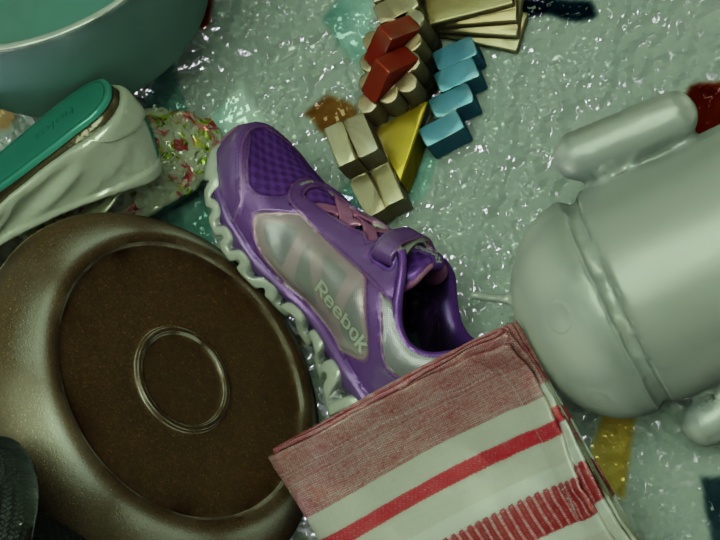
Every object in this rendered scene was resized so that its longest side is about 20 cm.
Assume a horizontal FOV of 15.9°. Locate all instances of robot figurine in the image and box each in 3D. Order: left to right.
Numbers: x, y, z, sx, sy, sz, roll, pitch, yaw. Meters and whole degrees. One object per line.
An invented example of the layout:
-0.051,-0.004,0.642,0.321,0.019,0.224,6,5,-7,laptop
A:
0.158,0.000,1.248,0.200,0.113,0.170,-25,95,7,robot figurine

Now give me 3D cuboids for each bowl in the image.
-0.159,-0.158,1.356,0.200,0.105,0.201,-8,52,10,bowl

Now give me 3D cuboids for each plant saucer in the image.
-0.094,0.058,1.266,0.032,0.200,0.201,-32,66,44,plant saucer

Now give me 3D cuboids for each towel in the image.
0.062,0.142,1.241,0.144,0.023,0.200,-30,90,20,towel

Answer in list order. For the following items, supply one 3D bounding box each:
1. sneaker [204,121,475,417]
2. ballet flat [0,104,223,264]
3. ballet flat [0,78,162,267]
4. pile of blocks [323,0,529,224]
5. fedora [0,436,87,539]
0.000,0.000,1.293,0.088,0.080,0.200,-45,71,37,sneaker
-0.172,-0.045,1.366,0.200,0.064,0.076,-20,51,9,ballet flat
-0.187,-0.024,1.320,0.200,0.069,0.070,-29,71,15,ballet flat
0.037,-0.122,1.337,0.082,0.062,0.200,11,80,17,pile of blocks
-0.169,0.179,1.162,0.091,0.201,0.201,23,81,-25,fedora
